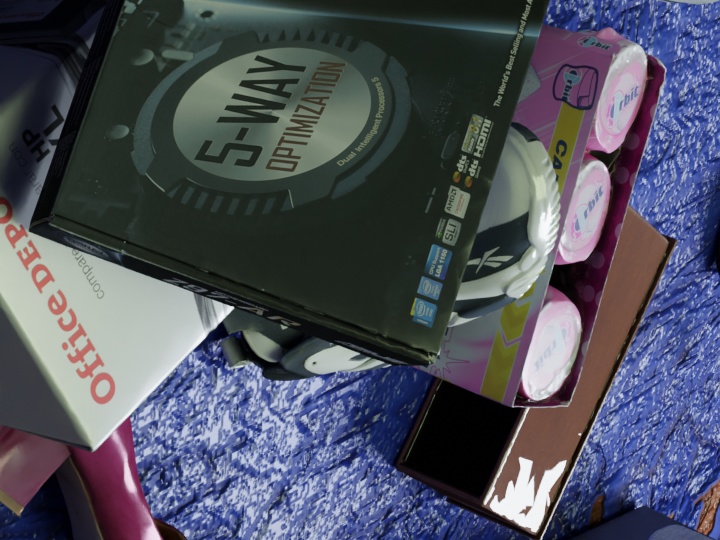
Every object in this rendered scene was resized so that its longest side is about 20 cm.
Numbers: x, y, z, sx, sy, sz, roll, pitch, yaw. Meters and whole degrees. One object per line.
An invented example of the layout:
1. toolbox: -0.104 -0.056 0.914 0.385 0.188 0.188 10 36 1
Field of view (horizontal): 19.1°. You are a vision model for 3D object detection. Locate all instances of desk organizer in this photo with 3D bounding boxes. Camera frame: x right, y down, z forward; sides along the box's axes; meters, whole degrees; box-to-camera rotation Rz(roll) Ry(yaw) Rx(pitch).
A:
1. desk organizer: 0.104 0.049 1.266 0.077 0.072 0.200 34 79 -54

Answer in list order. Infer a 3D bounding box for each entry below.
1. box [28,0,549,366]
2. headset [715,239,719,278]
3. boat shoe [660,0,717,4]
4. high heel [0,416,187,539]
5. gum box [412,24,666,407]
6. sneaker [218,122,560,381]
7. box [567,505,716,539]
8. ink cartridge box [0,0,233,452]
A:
1. box: -0.019 -0.082 0.825 0.160 0.044 0.200 21 80 -17
2. headset: 0.311 0.002 1.514 0.123 0.094 0.200 22 78 -56
3. boat shoe: 0.118 -0.165 1.063 0.200 0.067 0.074 19 71 -54
4. high heel: -0.101 0.095 0.997 0.096 0.067 0.200 -51 141 -7
5. gum box: 0.077 -0.040 1.139 0.066 0.113 0.200 2 106 -55
6. sneaker: 0.000 0.000 1.029 0.130 0.199 0.080 -15 80 -37
7. box: 0.183 0.249 1.431 0.200 0.132 0.115 -14 120 -52
8. ink cartridge box: -0.101 -0.046 0.886 0.200 0.084 0.145 -47 127 -29
